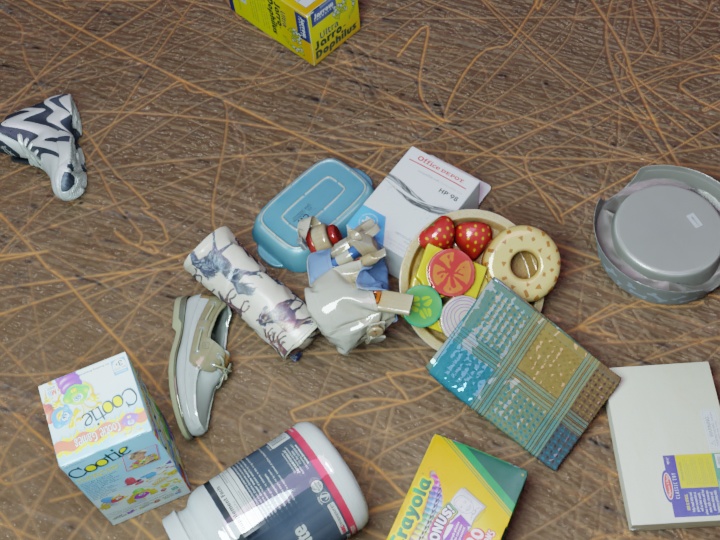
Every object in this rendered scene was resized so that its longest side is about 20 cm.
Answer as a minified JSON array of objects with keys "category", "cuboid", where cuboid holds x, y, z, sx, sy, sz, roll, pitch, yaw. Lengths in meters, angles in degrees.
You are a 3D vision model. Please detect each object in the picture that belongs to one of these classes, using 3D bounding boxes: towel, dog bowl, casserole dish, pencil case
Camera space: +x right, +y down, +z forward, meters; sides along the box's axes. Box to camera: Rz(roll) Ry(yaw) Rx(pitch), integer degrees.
[{"category":"towel","cuboid":[0.197,0.125,1.195,0.200,0.022,0.147,38,82,6]},{"category":"dog bowl","cuboid":[0.406,-0.044,1.302,0.199,0.059,0.201,-2,59,3]},{"category":"casserole dish","cuboid":[-0.064,-0.085,1.372,0.121,0.039,0.200,38,69,24]},{"category":"pencil case","cuboid":[-0.136,0.027,1.261,0.200,0.089,0.078,41,95,9]}]

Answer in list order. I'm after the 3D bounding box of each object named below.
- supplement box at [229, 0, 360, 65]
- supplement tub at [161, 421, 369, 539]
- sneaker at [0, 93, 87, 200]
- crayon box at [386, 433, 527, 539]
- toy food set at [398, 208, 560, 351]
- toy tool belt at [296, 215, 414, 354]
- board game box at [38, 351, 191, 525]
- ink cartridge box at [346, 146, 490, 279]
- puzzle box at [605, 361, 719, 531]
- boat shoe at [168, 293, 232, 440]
[{"category":"supplement box","cuboid":[-0.110,-0.435,1.545,0.200,0.110,0.109,38,69,24]},{"category":"supplement tub","cuboid":[-0.104,0.275,1.098,0.200,0.141,0.140,-31,62,-14]},{"category":"sneaker","cuboid":[-0.474,-0.170,1.429,0.129,0.080,0.200,-13,59,-2]},{"category":"crayon box","cuboid":[0.099,0.301,1.115,0.118,0.058,0.200,20,63,15]},{"category":"toy food set","cuboid":[0.147,0.021,1.247,0.199,0.049,0.199,21,83,-7]},{"category":"toy tool belt","cuboid":[0.000,0.000,1.240,0.123,0.125,0.201,-23,45,13]},{"category":"board game box","cuboid":[-0.276,0.196,1.123,0.105,0.200,0.103,-21,60,-9]},{"category":"ink cartridge box","cuboid":[0.084,-0.089,1.347,0.116,0.067,0.200,30,65,20]},{"category":"puzzle box","cuboid":[0.369,0.207,1.172,0.132,0.025,0.201,-3,59,2]},{"category":"boat shoe","cuboid":[-0.199,0.114,1.240,0.068,0.075,0.201,-9,58,5]}]
